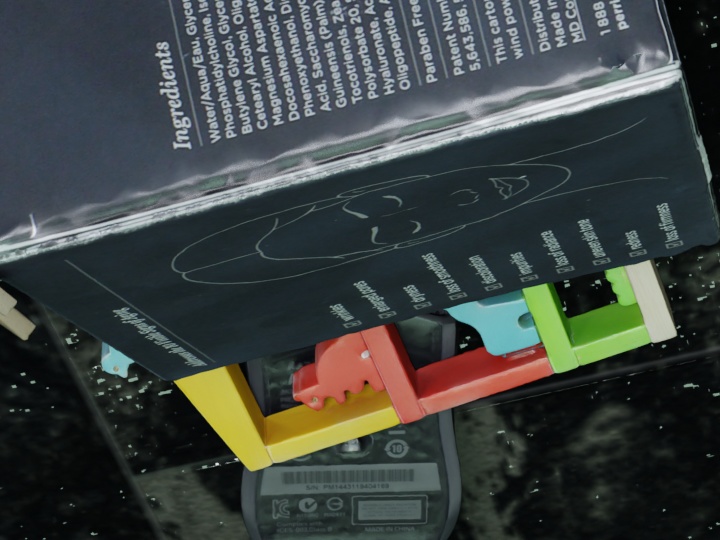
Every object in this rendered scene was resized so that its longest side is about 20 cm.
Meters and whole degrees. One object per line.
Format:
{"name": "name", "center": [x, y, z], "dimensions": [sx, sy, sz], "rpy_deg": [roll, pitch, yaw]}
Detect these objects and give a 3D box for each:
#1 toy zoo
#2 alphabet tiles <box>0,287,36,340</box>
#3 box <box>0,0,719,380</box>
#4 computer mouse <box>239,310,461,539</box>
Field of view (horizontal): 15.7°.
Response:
{"name": "toy zoo", "center": [0.000, 0.000, 0.937], "dimensions": [0.199, 0.020, 0.131], "rpy_deg": [-18, 124, 10]}
{"name": "alphabet tiles", "center": [-0.177, -0.050, 0.719], "dimensions": [0.008, 0.167, 0.200], "rpy_deg": [-52, 130, -8]}
{"name": "box", "center": [-0.005, -0.060, 0.787], "dimensions": [0.196, 0.124, 0.200], "rpy_deg": [-16, 166, 7]}
{"name": "computer mouse", "center": [0.002, 0.036, 1.007], "dimensions": [0.138, 0.053, 0.201], "rpy_deg": [2, 125, -6]}
